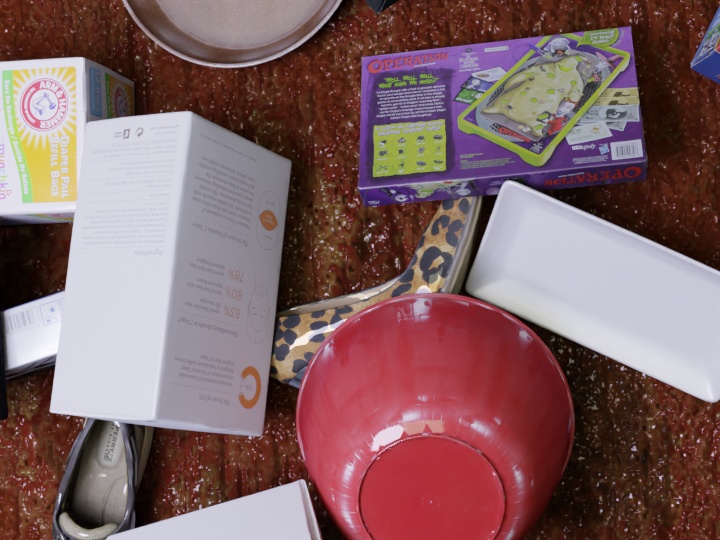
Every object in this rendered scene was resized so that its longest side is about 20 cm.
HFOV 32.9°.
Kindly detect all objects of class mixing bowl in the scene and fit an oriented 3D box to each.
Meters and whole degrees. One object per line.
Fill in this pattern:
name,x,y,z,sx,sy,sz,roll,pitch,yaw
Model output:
mixing bowl,0.048,0.129,0.815,0.196,0.109,0.203,2,111,4

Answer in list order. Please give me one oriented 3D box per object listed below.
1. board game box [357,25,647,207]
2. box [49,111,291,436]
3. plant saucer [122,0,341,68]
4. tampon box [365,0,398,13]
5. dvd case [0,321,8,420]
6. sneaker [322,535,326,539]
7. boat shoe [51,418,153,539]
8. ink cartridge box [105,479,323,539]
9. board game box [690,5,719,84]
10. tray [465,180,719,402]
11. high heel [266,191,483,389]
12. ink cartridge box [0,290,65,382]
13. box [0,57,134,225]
board game box,0.097,-0.109,0.861,0.196,0.032,0.122,-4,62,11
box,-0.128,0.007,0.852,0.096,0.124,0.204,-1,79,31
plant saucer,-0.092,-0.252,0.924,0.197,0.034,0.204,0,88,9
tampon box,0.013,-0.315,0.835,0.149,0.126,0.201,-37,81,-19
dvd case,-0.350,0.043,0.874,0.196,0.018,0.145,-6,87,12
sneaker,-0.112,0.246,0.899,0.196,0.071,0.094,-12,129,-11
boat shoe,-0.202,0.190,0.913,0.072,0.065,0.204,6,91,7
ink cartridge box,-0.076,0.258,0.819,0.142,0.084,0.203,-16,118,-5
board game box,0.315,-0.231,0.785,0.061,0.200,0.202,25,79,-6
tray,0.178,0.012,0.848,0.198,0.022,0.108,24,131,8
high heel,0.000,0.000,0.881,0.141,0.071,0.203,24,95,12
ink cartridge box,-0.272,0.060,0.916,0.197,0.094,0.045,-17,85,9
box,-0.276,-0.092,0.918,0.196,0.101,0.115,-1,88,10
